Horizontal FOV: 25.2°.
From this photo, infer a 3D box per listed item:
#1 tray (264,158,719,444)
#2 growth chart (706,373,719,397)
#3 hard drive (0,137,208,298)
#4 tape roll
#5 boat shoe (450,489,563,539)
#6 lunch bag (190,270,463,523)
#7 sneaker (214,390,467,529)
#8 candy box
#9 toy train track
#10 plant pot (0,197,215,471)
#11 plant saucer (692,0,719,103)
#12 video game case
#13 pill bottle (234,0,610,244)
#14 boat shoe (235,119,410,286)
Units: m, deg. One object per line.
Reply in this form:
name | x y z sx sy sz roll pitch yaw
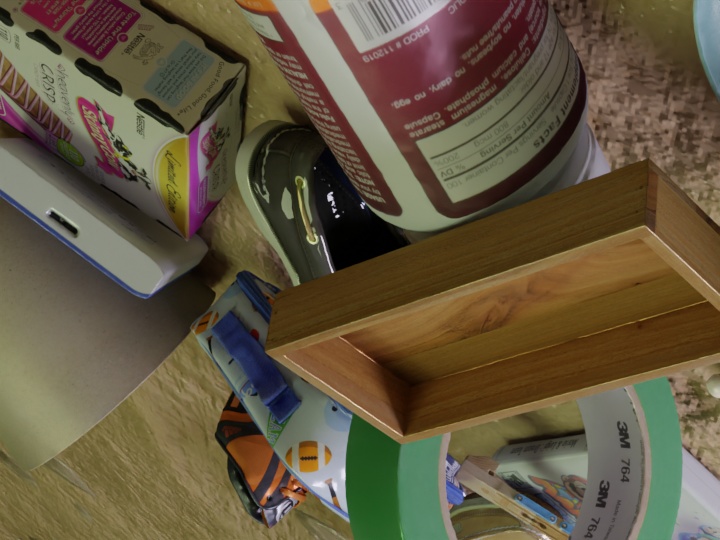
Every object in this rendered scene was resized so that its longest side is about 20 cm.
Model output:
tray | 0.065 0.019 0.694 0.200 0.037 0.099 -19 138 38
growth chart | 0.243 0.053 0.782 0.145 0.018 0.200 34 155 6
hard drive | -0.168 -0.038 1.035 0.132 0.025 0.200 37 -175 -1
tape roll | 0.086 0.105 0.858 0.200 0.201 0.048 47 153 -24
boat shoe | 0.070 0.215 1.139 0.072 0.076 0.200 36 144 -9
lunch bag | -0.023 0.089 1.040 0.160 0.076 0.200 45 180 -40
sneaker | -0.022 0.159 1.209 0.200 0.112 0.078 32 156 6
candy box | -0.167 -0.117 0.961 0.200 0.061 0.136 32 156 9
toy train track | 0.154 0.170 1.033 0.200 0.033 0.115 30 155 8
plant pot | -0.238 0.005 1.152 0.200 0.187 0.187 49 154 -9
plant saucer | 0.216 -0.071 0.579 0.200 0.027 0.200 29 155 15
video game case | 0.202 0.177 1.053 0.200 0.024 0.182 43 155 -13
pill bottle | 0.029 -0.090 0.684 0.114 0.114 0.200 12 146 43
boat shoe | 0.000 0.000 0.939 0.060 0.072 0.201 13 145 49
